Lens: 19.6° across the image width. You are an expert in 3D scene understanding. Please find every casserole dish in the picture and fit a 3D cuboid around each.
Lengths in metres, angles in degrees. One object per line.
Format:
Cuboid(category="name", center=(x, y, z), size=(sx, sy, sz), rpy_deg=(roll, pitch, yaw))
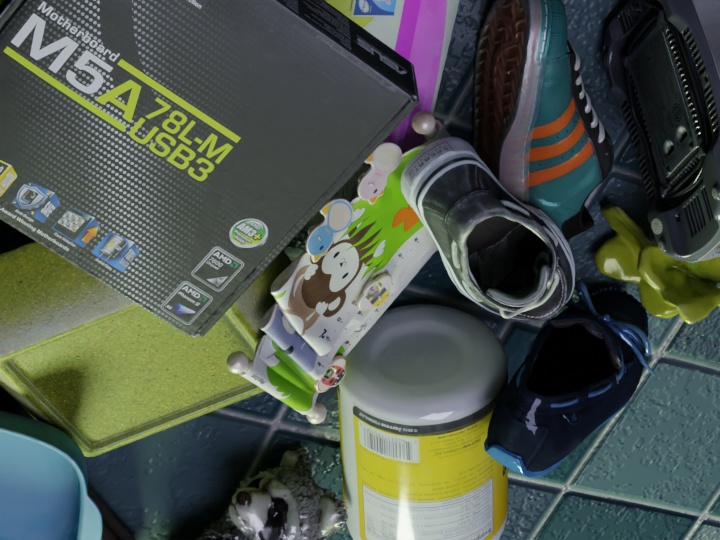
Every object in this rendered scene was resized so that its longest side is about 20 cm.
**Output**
Cuboid(category="casserole dish", center=(-0.249, 0.128, 1.269), size=(0.199, 0.039, 0.122), rpy_deg=(13, 121, 4))

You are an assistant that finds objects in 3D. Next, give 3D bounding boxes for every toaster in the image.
Cuboid(category="toaster", center=(0.231, -0.106, 1.256), size=(0.128, 0.201, 0.114), rpy_deg=(-7, 159, -20))

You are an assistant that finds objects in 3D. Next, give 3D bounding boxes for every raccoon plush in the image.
Cuboid(category="raccoon plush", center=(-0.061, 0.202, 1.445), size=(0.134, 0.097, 0.200), rpy_deg=(-40, 160, -5))

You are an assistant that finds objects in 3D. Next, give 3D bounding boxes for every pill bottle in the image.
Cuboid(category="pill bottle", center=(0.043, 0.130, 1.387), size=(0.111, 0.112, 0.201), rpy_deg=(-12, 129, -12))

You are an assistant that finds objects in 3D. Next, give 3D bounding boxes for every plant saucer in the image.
Cuboid(category="plant saucer", center=(-0.132, 0.041, 1.244), size=(0.199, 0.048, 0.200), rpy_deg=(-21, 147, 7))

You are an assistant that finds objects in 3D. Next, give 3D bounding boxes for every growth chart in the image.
Cuboid(category="growth chart", center=(0.000, 0.000, 1.241), size=(0.200, 0.018, 0.145), rpy_deg=(-51, 150, 6))

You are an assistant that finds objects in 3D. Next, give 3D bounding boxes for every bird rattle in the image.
Cuboid(category="bird rattle", center=(0.258, -0.041, 1.354), size=(0.199, 0.113, 0.164), rpy_deg=(-12, 112, -16))

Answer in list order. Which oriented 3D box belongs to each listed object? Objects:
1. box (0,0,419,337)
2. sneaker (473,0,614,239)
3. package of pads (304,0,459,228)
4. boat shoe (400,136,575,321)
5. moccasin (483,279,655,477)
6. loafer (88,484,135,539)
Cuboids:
Cuboid(category="box", center=(-0.105, -0.084, 1.078), size=(0.200, 0.048, 0.193), rpy_deg=(34, 119, -23))
Cuboid(category="sneaker", center=(0.116, -0.095, 1.278), size=(0.079, 0.072, 0.201), rpy_deg=(-11, 136, -14))
Cuboid(category="package of pads", center=(-0.033, -0.115, 1.202), size=(0.154, 0.068, 0.201), rpy_deg=(-3, 126, -20))
Cuboid(category="boat shoe", center=(0.083, -0.005, 1.241), size=(0.072, 0.071, 0.200), rpy_deg=(-37, 147, 10))
Cuboid(category="moccasin", center=(0.146, 0.060, 1.333), size=(0.080, 0.200, 0.068), rpy_deg=(24, 125, 10))
Cuboid(category="loafer", center=(-0.199, 0.168, 1.348), size=(0.073, 0.071, 0.200), rpy_deg=(-37, 127, 9))
